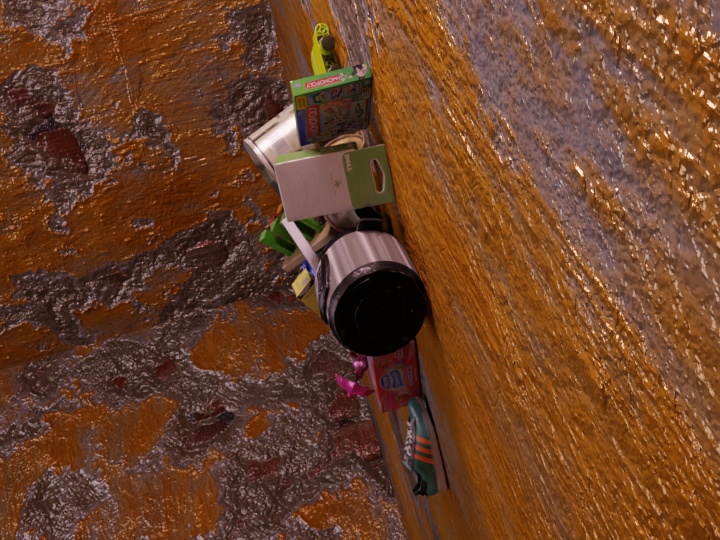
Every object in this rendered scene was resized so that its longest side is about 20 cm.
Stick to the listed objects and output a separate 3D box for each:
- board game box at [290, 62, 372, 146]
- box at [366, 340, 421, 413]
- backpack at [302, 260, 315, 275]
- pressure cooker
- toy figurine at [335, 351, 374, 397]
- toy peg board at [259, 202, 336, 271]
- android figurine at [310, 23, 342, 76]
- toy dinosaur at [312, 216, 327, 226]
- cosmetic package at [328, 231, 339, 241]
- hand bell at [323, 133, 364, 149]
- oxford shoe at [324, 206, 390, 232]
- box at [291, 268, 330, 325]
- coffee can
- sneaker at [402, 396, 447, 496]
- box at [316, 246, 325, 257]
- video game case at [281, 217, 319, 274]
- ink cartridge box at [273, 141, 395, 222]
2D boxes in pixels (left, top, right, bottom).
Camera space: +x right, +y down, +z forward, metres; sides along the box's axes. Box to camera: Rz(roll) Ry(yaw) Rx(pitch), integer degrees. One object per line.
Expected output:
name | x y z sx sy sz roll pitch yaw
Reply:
board game box | -0.050 -0.281 1.320 0.200 0.131 0.030 95 158 -76
box | 0.064 0.188 1.601 0.104 0.092 0.203 -109 7 -45
backpack | -0.053 0.007 1.827 0.200 0.164 0.166 -6 -106 -78
pressure cooker | 0.013 0.026 1.301 0.179 0.175 0.201 44 -168 -30
toy figurine | 0.007 0.193 1.753 0.187 0.147 0.202 -81 12 -45
toy peg board | -0.128 -0.136 1.674 0.199 0.096 0.203 -32 39 48
android figurine | -0.069 -0.422 1.633 0.200 0.040 0.187 143 111 -82
toy dinosaur | -0.089 -0.168 1.478 0.137 0.085 0.200 55 176 -23
cosmetic package | 0.000 0.000 1.639 0.202 0.051 0.151 56 -178 -25
hand bell | -0.003 -0.163 1.561 0.105 0.102 0.202 -113 -3 -55
oxford shoe | -0.005 -0.109 1.512 0.198 0.070 0.076 31 136 42
box | -0.055 0.085 1.622 0.199 0.050 0.075 42 -175 -22
coffee can | -0.125 -0.269 1.599 0.147 0.199 0.147 51 172 10
sneaker | 0.119 0.367 1.581 0.071 0.078 0.205 163 92 -85
box | -0.039 0.020 1.612 0.146 0.036 0.200 56 176 -13
video game case | -0.073 0.010 1.495 0.201 0.023 0.183 53 176 42
ink cartridge box | -0.043 -0.158 1.327 0.060 0.194 0.106 -84 -17 -68
